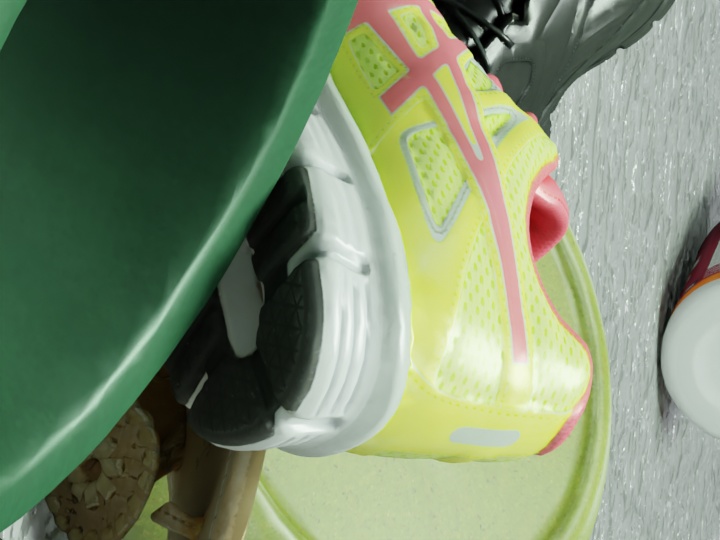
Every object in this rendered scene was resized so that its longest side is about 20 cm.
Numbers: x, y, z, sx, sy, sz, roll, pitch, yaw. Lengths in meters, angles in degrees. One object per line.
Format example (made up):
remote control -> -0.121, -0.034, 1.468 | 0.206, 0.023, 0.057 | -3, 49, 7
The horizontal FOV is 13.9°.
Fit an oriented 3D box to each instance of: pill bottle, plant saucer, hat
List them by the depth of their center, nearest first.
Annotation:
hat -> -0.103, -0.074, 0.516 | 0.200, 0.176, 0.166 | -58, 164, -14
plant saucer -> 0.005, 0.023, 0.816 | 0.199, 0.031, 0.201 | 14, 69, -39
pill bottle -> 0.254, 0.020, 1.821 | 0.200, 0.109, 0.110 | -55, 146, -63

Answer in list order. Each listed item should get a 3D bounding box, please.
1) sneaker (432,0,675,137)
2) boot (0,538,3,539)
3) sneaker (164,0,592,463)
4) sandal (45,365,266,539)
sneaker -> 0.050, -0.089, 1.001 | 0.201, 0.076, 0.091 | -63, 156, 3
boot -> -0.103, 0.034, 0.576 | 0.200, 0.070, 0.147 | -70, 150, -77
sneaker -> 0.000, -0.028, 0.650 | 0.078, 0.090, 0.201 | -55, -149, 37
sandal -> -0.056, 0.017, 0.678 | 0.212, 0.069, 0.078 | -80, -170, -57
